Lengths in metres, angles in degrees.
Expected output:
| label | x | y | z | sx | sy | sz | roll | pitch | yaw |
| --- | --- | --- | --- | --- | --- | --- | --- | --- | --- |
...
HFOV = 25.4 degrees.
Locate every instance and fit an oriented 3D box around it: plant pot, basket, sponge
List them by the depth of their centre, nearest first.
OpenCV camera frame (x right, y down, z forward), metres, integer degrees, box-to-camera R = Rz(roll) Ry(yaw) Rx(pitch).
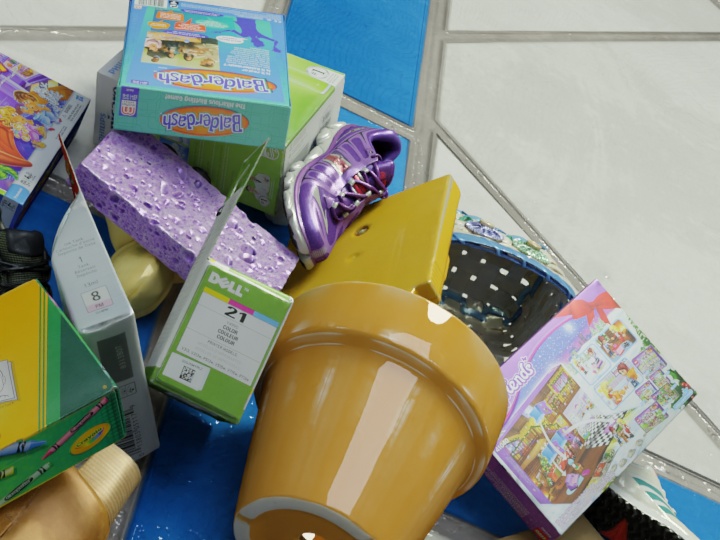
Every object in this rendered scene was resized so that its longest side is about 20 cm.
| label | x | y | z | sx | sy | sz | roll | pitch | yaw |
| --- | --- | --- | --- | --- | --- | --- | --- | --- | --- |
| plant pot | -0.006 | 0.144 | 1.210 | 0.199 | 0.201 | 0.184 | 29 | 48 | -3 |
| sponge | -0.148 | -0.042 | 1.357 | 0.200 | 0.030 | 0.112 | 40 | 29 | -6 |
| basket | 0.108 | 0.039 | 1.472 | 0.175 | 0.140 | 0.201 | 21 | 36 | -15 |

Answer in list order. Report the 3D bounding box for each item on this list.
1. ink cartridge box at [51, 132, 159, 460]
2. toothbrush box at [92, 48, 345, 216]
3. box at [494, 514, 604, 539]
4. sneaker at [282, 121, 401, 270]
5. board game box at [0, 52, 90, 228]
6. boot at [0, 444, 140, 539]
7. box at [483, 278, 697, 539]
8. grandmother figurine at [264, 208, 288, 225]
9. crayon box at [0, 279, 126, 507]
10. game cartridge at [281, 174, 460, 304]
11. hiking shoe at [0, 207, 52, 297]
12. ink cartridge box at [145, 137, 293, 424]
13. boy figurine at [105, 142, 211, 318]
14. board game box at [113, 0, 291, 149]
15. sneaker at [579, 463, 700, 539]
| label | x | y | z | sx | sy | sz | roll | pitch | yaw |
| --- | --- | --- | --- | --- | --- | --- | --- | --- | --- |
| ink cartridge box | -0.209 | 0.023 | 1.212 | 0.057 | 0.164 | 0.201 | -21 | 51 | -16 |
| toothbrush box | -0.135 | -0.155 | 1.528 | 0.198 | 0.087 | 0.146 | 21 | 40 | 13 |
| box | 0.166 | 0.283 | 1.300 | 0.199 | 0.021 | 0.164 | -6 | 48 | -45 |
| sneaker | -0.014 | -0.079 | 1.469 | 0.082 | 0.081 | 0.201 | -3 | 37 | 23 |
| board game box | -0.333 | -0.121 | 1.412 | 0.133 | 0.045 | 0.201 | 27 | 33 | -8 |
| boot | -0.263 | 0.138 | 1.102 | 0.200 | 0.071 | 0.144 | 30 | 39 | 10 |
| box | 0.182 | 0.119 | 1.378 | 0.200 | 0.039 | 0.137 | -38 | 85 | -29 |
| grandmother figurine | -0.089 | -0.123 | 1.612 | 0.120 | 0.061 | 0.201 | -9 | 47 | -9 |
| crayon box | -0.271 | 0.103 | 1.061 | 0.199 | 0.059 | 0.119 | -29 | 54 | -21 |
| game cartridge | 0.000 | 0.000 | 1.426 | 0.033 | 0.175 | 0.201 | 60 | 23 | -26 |
| hiking shoe | -0.271 | 0.020 | 1.220 | 0.075 | 0.101 | 0.200 | -9 | 50 | -45 |
| ink cartridge box | -0.093 | 0.011 | 1.236 | 0.075 | 0.202 | 0.148 | 26 | -8 | -8 |
| boy figurine | -0.176 | -0.028 | 1.398 | 0.124 | 0.064 | 0.201 | 35 | 32 | -21 |
| board game box | -0.141 | -0.182 | 1.437 | 0.150 | 0.045 | 0.201 | 7 | 31 | -8 |
| sneaker | 0.260 | 0.217 | 1.421 | 0.199 | 0.071 | 0.093 | 38 | 39 | 15 |
